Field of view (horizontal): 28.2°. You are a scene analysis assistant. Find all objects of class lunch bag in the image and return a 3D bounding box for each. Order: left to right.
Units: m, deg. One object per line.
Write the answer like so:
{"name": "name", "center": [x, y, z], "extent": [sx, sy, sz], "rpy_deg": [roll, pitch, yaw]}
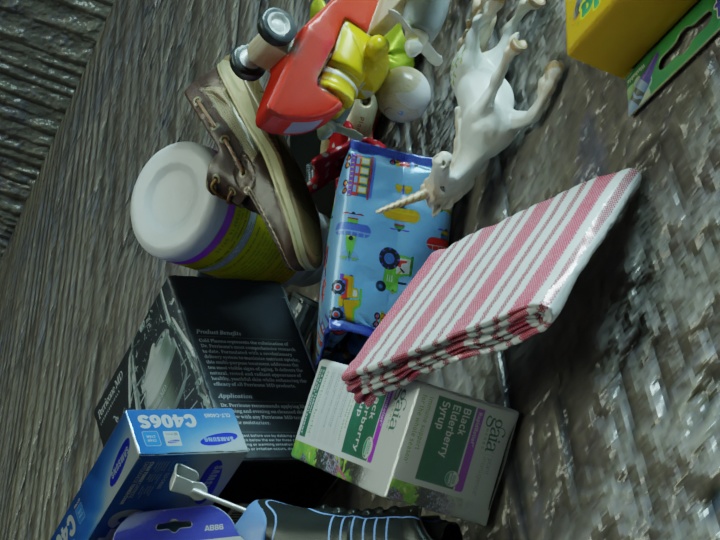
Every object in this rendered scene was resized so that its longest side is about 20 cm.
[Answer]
{"name": "lunch bag", "center": [0.000, 0.000, 1.185], "extent": [0.200, 0.093, 0.152], "rpy_deg": [142, 137, -70]}

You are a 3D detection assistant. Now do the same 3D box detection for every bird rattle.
{"name": "bird rattle", "center": [-0.001, -0.145, 1.336], "extent": [0.163, 0.112, 0.202], "rpy_deg": [166, 108, -80]}

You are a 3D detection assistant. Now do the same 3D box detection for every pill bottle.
{"name": "pill bottle", "center": [-0.105, -0.040, 1.285], "extent": [0.104, 0.200, 0.105], "rpy_deg": [-10, 72, 33]}

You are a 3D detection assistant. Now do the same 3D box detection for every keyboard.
{"name": "keyboard", "center": [-0.041, -0.086, 1.445], "extent": [0.104, 0.040, 0.201], "rpy_deg": [-31, 39, 27]}

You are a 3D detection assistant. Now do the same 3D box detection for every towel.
{"name": "towel", "center": [0.083, 0.012, 0.912], "extent": [0.199, 0.030, 0.147], "rpy_deg": [-25, 21, 48]}

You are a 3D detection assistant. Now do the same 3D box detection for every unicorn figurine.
{"name": "unicorn figurine", "center": [0.092, -0.129, 1.083], "extent": [0.138, 0.074, 0.201], "rpy_deg": [-56, 9, 37]}

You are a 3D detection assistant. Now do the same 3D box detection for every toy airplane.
{"name": "toy airplane", "center": [0.008, -0.183, 1.152], "extent": [0.199, 0.141, 0.200], "rpy_deg": [-43, 4, 12]}

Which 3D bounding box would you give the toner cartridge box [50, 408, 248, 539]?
{"name": "toner cartridge box", "center": [-0.173, 0.185, 1.126], "extent": [0.200, 0.094, 0.043], "rpy_deg": [-56, 46, 37]}

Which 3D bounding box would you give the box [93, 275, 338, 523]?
{"name": "box", "center": [-0.128, 0.144, 1.257], "extent": [0.200, 0.123, 0.197], "rpy_deg": [-56, 42, 36]}

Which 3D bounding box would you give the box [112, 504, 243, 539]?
{"name": "box", "center": [-0.134, 0.282, 1.089], "extent": [0.041, 0.118, 0.202], "rpy_deg": [123, 142, -81]}

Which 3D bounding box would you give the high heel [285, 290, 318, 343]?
{"name": "high heel", "center": [-0.117, 0.076, 1.420], "extent": [0.200, 0.071, 0.143], "rpy_deg": [22, 87, 61]}

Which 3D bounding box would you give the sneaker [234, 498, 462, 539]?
{"name": "sneaker", "center": [0.012, 0.180, 0.916], "extent": [0.199, 0.070, 0.078], "rpy_deg": [23, 82, 29]}

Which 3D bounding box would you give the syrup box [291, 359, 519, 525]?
{"name": "syrup box", "center": [0.026, 0.117, 1.012], "extent": [0.200, 0.081, 0.079], "rpy_deg": [2, 74, 70]}

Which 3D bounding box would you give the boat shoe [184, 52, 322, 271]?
{"name": "boat shoe", "center": [-0.091, -0.079, 1.165], "extent": [0.072, 0.072, 0.201], "rpy_deg": [-27, 71, 9]}

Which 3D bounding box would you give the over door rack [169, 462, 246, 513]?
{"name": "over door rack", "center": [-0.075, 0.246, 1.011], "extent": [0.067, 0.199, 0.149], "rpy_deg": [4, -73, -77]}

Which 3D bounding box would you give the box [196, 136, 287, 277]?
{"name": "box", "center": [-0.129, -0.083, 1.580], "extent": [0.200, 0.051, 0.159], "rpy_deg": [131, 153, -69]}

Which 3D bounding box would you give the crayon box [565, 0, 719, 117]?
{"name": "crayon box", "center": [0.185, -0.218, 0.927], "extent": [0.126, 0.051, 0.201], "rpy_deg": [-47, 32, 49]}
